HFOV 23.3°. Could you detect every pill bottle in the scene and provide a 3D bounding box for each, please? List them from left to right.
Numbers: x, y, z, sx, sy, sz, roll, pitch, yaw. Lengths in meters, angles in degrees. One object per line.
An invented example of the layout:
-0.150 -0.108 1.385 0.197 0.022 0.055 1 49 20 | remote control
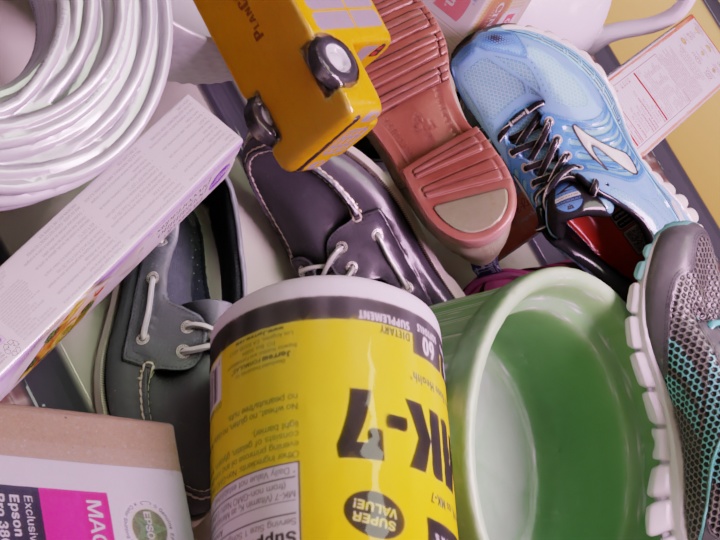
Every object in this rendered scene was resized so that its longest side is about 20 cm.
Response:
-0.012 0.115 0.790 0.113 0.114 0.202 20 53 -35 | pill bottle

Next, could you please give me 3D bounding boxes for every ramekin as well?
0.079 0.104 0.933 0.199 0.097 0.203 13 73 -48 | ramekin

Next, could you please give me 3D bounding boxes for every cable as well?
-0.192 -0.124 0.845 0.199 0.069 0.202 -25 90 -25 | cable

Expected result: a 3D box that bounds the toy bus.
-0.048 -0.156 0.942 0.078 0.065 0.201 -14 72 -51 | toy bus

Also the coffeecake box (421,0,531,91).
0.024 -0.230 1.084 0.200 0.154 0.073 41 28 17 | coffeecake box

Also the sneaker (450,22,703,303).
0.126 -0.061 1.024 0.200 0.078 0.090 48 29 -1 | sneaker

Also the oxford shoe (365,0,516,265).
0.028 -0.089 1.029 0.074 0.070 0.202 80 -12 -68 | oxford shoe

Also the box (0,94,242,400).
-0.133 -0.009 0.844 0.041 0.039 0.200 38 55 4 | box

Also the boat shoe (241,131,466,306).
0.000 0.000 0.998 0.200 0.072 0.063 50 37 -13 | boat shoe

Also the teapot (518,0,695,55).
0.103 -0.231 1.188 0.198 0.147 0.198 -7 51 -40 | teapot

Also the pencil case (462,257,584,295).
0.139 0.027 1.111 0.199 0.093 0.092 -6 90 -51 | pencil case

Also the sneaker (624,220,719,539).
0.200 0.071 0.935 0.077 0.091 0.203 -4 86 -51 | sneaker

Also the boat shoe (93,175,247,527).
-0.089 0.031 0.889 0.072 0.062 0.202 22 47 -33 | boat shoe

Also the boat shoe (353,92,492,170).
0.036 -0.101 1.124 0.199 0.057 0.069 -13 71 -49 | boat shoe

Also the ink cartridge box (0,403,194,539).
-0.143 0.159 0.724 0.164 0.075 0.202 10 54 -40 | ink cartridge box

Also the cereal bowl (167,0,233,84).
-0.121 -0.189 1.009 0.199 0.083 0.202 26 46 -29 | cereal bowl

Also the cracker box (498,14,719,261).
0.157 -0.090 1.178 0.058 0.134 0.200 54 38 0 | cracker box
